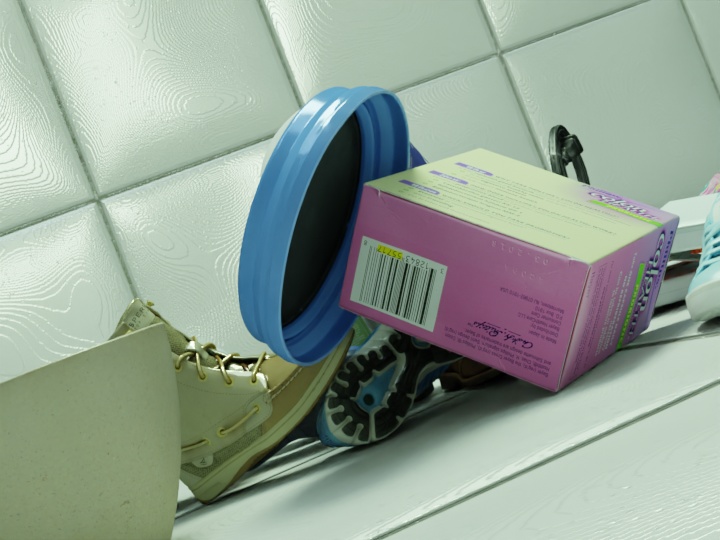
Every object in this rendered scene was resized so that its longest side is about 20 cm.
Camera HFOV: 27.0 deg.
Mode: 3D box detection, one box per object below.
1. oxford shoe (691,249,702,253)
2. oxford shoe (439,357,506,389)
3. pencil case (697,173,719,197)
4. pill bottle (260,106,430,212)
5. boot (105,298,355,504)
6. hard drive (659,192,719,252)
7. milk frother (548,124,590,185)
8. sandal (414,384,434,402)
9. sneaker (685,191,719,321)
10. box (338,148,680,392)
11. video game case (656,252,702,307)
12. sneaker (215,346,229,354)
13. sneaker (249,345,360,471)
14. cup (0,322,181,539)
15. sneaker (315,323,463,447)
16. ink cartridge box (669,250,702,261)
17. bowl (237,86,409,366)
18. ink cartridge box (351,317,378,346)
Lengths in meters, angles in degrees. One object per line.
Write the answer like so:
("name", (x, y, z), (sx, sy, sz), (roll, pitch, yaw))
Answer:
("oxford shoe", (0.275, -0.007, 1.495), (0.199, 0.071, 0.073), (-22, -6, 12))
("oxford shoe", (0.105, 0.058, 1.273), (0.071, 0.072, 0.200), (-19, 0, -23))
("pencil case", (0.425, -0.074, 1.676), (0.087, 0.088, 0.200), (-22, -2, 9))
("pill bottle", (0.017, -0.046, 1.247), (0.119, 0.120, 0.200), (-22, -38, 21))
("boot", (-0.114, 0.071, 1.157), (0.200, 0.155, 0.073), (-44, 7, 29))
("hard drive", (0.339, -0.051, 1.235), (0.199, 0.026, 0.132), (-9, 9, 27))
("milk frother", (0.179, -0.036, 1.635), (0.187, 0.201, 0.181), (-22, 3, 6))
("sandal", (-0.025, 0.132, 1.393), (0.199, 0.043, 0.076), (-11, 11, 27))
("sneaker", (0.267, -0.017, 1.075), (0.074, 0.082, 0.200), (-23, -1, 24))
("box", (0.112, -0.008, 1.099), (0.175, 0.097, 0.200), (21, 21, 24))
("video game case", (0.246, 0.019, 1.355), (0.199, 0.024, 0.182), (-17, 1, 22))
("sneaker", (-0.182, 0.134, 1.256), (0.200, 0.071, 0.112), (-34, 14, -10))
("sneaker", (-0.049, 0.105, 1.304), (0.199, 0.074, 0.082), (-23, 20, 27))
("cup", (-0.201, 0.137, 1.018), (0.200, 0.144, 0.200), (-23, -1, 0))
("sneaker", (0.028, 0.069, 1.206), (0.200, 0.078, 0.090), (-41, -1, -31))
("ink cartridge box", (0.222, -0.001, 1.326), (0.199, 0.057, 0.162), (7, 10, 18))
("bowl", (-0.025, -0.034, 1.048), (0.039, 0.201, 0.200), (18, 15, 19))
("ink cartridge box", (0.000, 0.000, 1.358), (0.048, 0.200, 0.145), (-31, 2, 29))
